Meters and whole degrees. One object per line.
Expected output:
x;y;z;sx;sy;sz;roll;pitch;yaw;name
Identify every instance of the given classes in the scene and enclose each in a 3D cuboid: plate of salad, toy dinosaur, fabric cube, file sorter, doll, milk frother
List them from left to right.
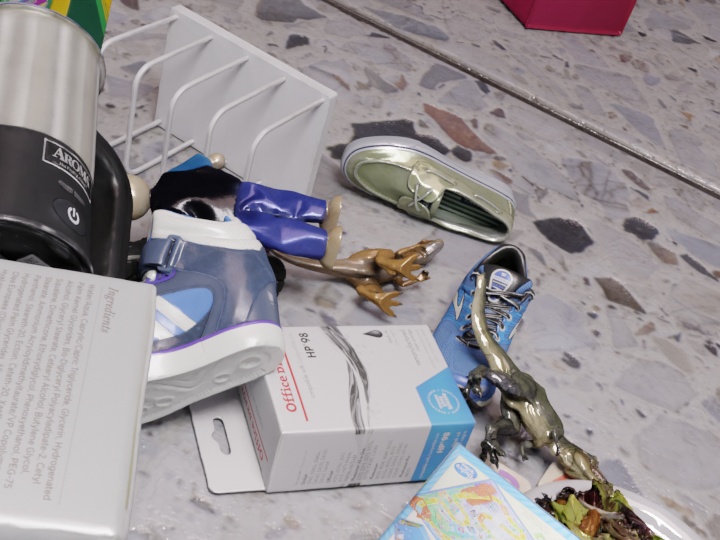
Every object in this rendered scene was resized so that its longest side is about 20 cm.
-0.268;-0.047;0.720;0.199;0.181;0.189;-8;54;3;milk frother
-0.150;-0.140;1.026;0.200;0.139;0.124;31;40;17;file sorter
-0.116;-0.048;0.892;0.199;0.049;0.137;11;44;-11;doll
0.000;0.000;0.994;0.200;0.061;0.106;0;16;-32;toy dinosaur
0.122;0.104;0.857;0.088;0.047;0.200;-25;83;-44;toy dinosaur
0.328;-0.514;1.665;0.196;0.200;0.200;-1;41;-26;fabric cube
0.190;0.225;0.754;0.199;0.048;0.200;10;39;-8;plate of salad

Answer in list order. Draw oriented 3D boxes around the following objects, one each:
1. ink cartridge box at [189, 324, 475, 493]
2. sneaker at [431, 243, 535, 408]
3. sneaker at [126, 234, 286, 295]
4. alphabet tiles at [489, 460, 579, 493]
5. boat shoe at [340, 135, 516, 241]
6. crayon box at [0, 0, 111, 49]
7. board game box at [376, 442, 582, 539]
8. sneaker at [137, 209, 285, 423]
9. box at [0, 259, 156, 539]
-0.026;0.105;0.821;0.199;0.067;0.116;0;40;-23;ink cartridge box
0.107;0.041;0.945;0.078;0.089;0.200;21;39;4;sneaker
-0.170;-0.001;0.902;0.200;0.076;0.088;-2;34;-39;sneaker
0.164;0.227;0.793;0.200;0.015;0.196;31;38;17;alphabet tiles
0.075;-0.087;1.111;0.199;0.072;0.062;16;34;-9;boat shoe
-0.340;-0.208;1.003;0.200;0.058;0.173;-23;37;12;crayon box
0.100;0.228;0.689;0.200;0.034;0.134;37;74;23;board game box
-0.162;0.028;0.792;0.200;0.081;0.147;-17;61;-3;sneaker
-0.219;0.125;0.598;0.171;0.199;0.200;10;37;-12;box
